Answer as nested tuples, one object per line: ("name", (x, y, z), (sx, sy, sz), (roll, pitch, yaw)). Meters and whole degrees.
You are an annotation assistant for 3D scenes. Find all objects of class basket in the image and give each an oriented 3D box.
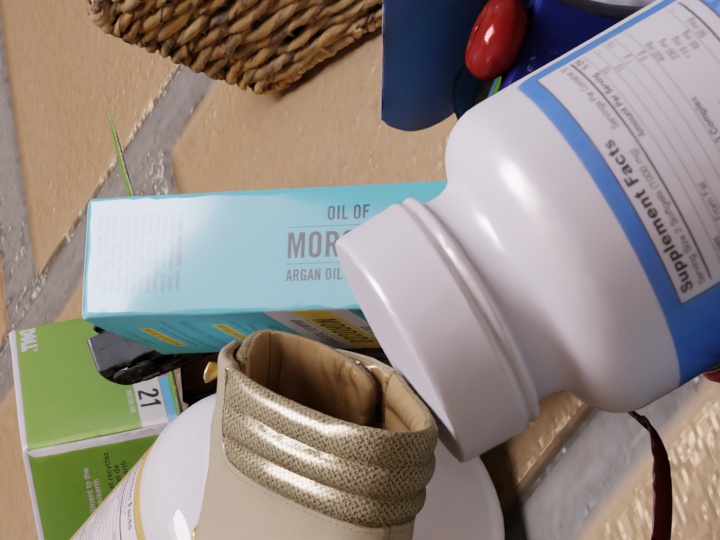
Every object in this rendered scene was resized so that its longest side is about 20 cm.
("basket", (-0.044, -0.200, 1.298), (0.200, 0.142, 0.150), (-26, 50, 53))

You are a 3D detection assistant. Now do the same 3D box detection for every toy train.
("toy train", (-0.018, 0.004, 1.109), (0.046, 0.199, 0.034), (67, -177, -76))
("toy train", (0.098, -0.138, 1.080), (0.116, 0.084, 0.201), (149, 143, -75))

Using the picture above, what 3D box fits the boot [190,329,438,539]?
("boot", (-0.039, 0.094, 0.886), (0.200, 0.072, 0.156), (27, 114, 61))

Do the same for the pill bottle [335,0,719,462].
("pill bottle", (0.097, -0.024, 0.849), (0.199, 0.113, 0.112), (-30, 30, -5))

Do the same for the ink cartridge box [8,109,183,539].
("ink cartridge box", (-0.123, 0.046, 1.208), (0.148, 0.075, 0.201), (-116, 15, -69))

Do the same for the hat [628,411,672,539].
("hat", (0.097, 0.195, 0.817), (0.200, 0.165, 0.176), (-57, 5, 20))

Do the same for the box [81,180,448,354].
("box", (0.000, 0.000, 1.020), (0.199, 0.082, 0.049), (-2, 78, 20))

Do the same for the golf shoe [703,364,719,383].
("golf shoe", (0.123, -0.064, 0.952), (0.073, 0.092, 0.201), (-28, 46, 54))

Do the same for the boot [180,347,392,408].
("boot", (-0.012, 0.075, 1.148), (0.200, 0.074, 0.097), (-13, 78, 58))

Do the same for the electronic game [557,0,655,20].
("electronic game", (0.134, -0.173, 0.978), (0.199, 0.042, 0.201), (-15, 50, 19))

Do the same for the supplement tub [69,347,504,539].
("supplement tub", (-0.047, 0.138, 1.061), (0.200, 0.144, 0.145), (-48, 33, 34))

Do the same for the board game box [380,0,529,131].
("board game box", (0.034, -0.156, 1.081), (0.158, 0.039, 0.201), (-49, -29, -38))
